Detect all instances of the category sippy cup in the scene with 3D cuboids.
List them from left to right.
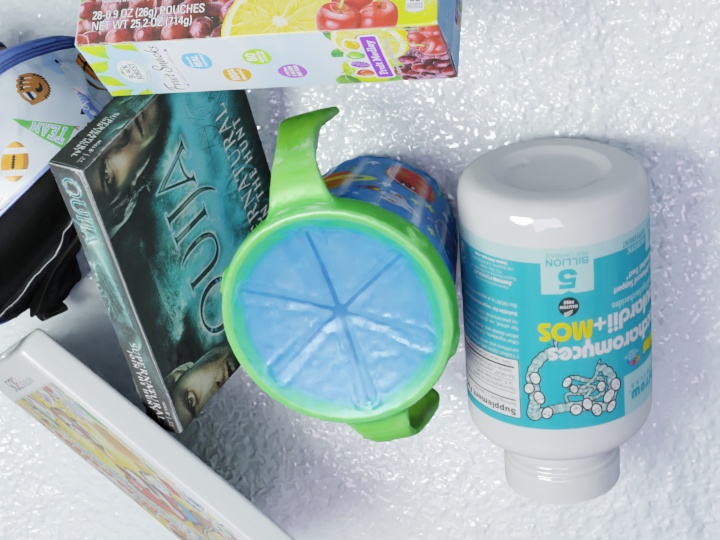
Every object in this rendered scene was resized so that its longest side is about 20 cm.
[{"bbox_3d":[0.000,0.000,1.383,0.139,0.130,0.178,20,118,4],"label":"sippy cup"}]

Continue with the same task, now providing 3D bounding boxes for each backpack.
[{"bbox_3d":[-0.213,-0.052,1.388,0.190,0.200,0.154,-40,88,23],"label":"backpack"}]

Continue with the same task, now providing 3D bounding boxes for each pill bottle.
[{"bbox_3d":[0.115,0.032,1.383,0.110,0.111,0.201,1,116,12],"label":"pill bottle"}]

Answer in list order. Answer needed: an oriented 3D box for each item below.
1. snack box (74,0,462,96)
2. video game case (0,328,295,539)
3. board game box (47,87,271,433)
[{"bbox_3d":[-0.044,-0.186,1.286,0.199,0.169,0.068,-1,157,13],"label":"snack box"},{"bbox_3d":[-0.140,0.114,1.461,0.200,0.182,0.023,40,75,-8],"label":"video game case"},{"bbox_3d":[-0.100,-0.023,1.366,0.028,0.135,0.201,15,139,34],"label":"board game box"}]
